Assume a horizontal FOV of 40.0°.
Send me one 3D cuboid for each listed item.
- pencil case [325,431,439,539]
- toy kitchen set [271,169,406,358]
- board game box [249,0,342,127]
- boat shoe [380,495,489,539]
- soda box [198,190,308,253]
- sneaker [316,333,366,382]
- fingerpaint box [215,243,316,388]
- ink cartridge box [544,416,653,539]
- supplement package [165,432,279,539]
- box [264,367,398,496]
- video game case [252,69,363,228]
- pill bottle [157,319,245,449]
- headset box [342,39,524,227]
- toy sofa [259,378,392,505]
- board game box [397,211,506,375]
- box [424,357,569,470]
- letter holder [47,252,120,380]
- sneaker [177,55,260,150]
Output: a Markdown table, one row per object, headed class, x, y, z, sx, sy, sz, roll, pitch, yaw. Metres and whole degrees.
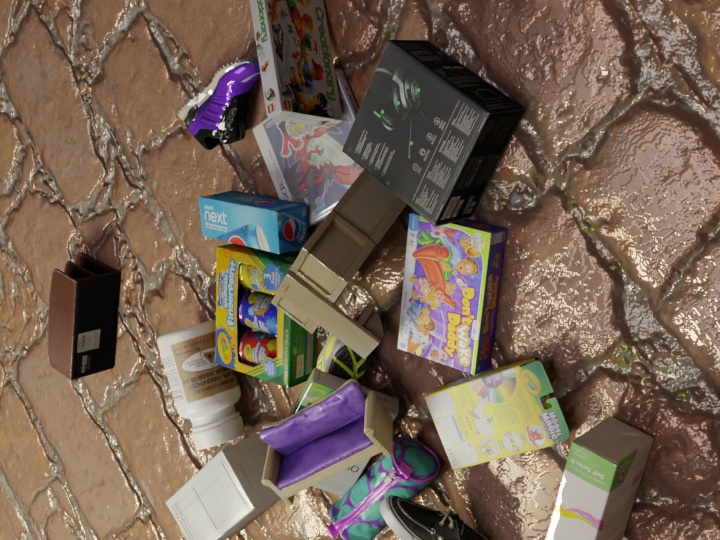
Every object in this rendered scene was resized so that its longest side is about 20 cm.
| class | x | y | z | sx | sy | sz | roll | pitch | yaw |
| --- | --- | --- | --- | --- | --- | --- | --- | --- | --- |
| pencil case | 0.032 | 0.333 | 1.489 | 0.085 | 0.092 | 0.201 | 51 | 126 | 19 |
| toy kitchen set | 0.000 | 0.000 | 1.439 | 0.163 | 0.181 | 0.200 | 37 | 150 | 0 |
| board game box | -0.093 | -0.310 | 1.405 | 0.034 | 0.125 | 0.203 | -16 | 80 | 40 |
| boat shoe | 0.121 | 0.371 | 1.411 | 0.199 | 0.071 | 0.064 | 34 | 114 | -10 |
| soda box | -0.171 | -0.078 | 1.563 | 0.199 | 0.064 | 0.069 | 13 | 112 | 44 |
| sneaker | -0.040 | 0.176 | 1.540 | 0.077 | 0.075 | 0.202 | -114 | 38 | -50 |
| fingerpaint box | -0.153 | 0.067 | 1.591 | 0.165 | 0.073 | 0.203 | 14 | 108 | 36 |
| ink cartridge box | 0.295 | 0.301 | 1.253 | 0.067 | 0.117 | 0.202 | 24 | 113 | 33 |
| supplement package | -0.224 | 0.382 | 1.693 | 0.200 | 0.109 | 0.114 | -43 | 73 | 36 |
| box | -0.045 | 0.252 | 1.515 | 0.143 | 0.036 | 0.201 | 21 | 120 | -12 |
| video game case | -0.067 | -0.176 | 1.502 | 0.199 | 0.023 | 0.184 | -27 | 83 | 39 |
| pill bottle | -0.266 | 0.194 | 1.683 | 0.114 | 0.114 | 0.202 | -18 | 89 | 39 |
| headset box | 0.088 | -0.191 | 1.329 | 0.200 | 0.092 | 0.175 | 40 | 122 | 26 |
| toy sofa | -0.056 | 0.252 | 1.445 | 0.199 | 0.083 | 0.098 | -29 | 118 | 21 |
| board game box | 0.125 | 0.028 | 1.378 | 0.133 | 0.045 | 0.203 | 16 | 109 | 35 |
| box | 0.192 | 0.195 | 1.358 | 0.199 | 0.048 | 0.119 | -23 | 88 | 42 |
| letter holder | -0.549 | 0.083 | 1.898 | 0.141 | 0.100 | 0.202 | 23 | 113 | 35 |
| sneaker | -0.204 | -0.258 | 1.572 | 0.199 | 0.069 | 0.100 | -32 | 86 | 43 |
